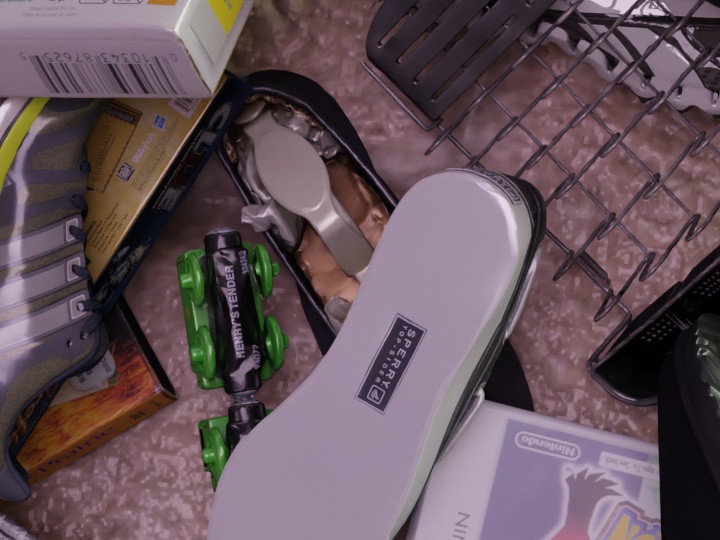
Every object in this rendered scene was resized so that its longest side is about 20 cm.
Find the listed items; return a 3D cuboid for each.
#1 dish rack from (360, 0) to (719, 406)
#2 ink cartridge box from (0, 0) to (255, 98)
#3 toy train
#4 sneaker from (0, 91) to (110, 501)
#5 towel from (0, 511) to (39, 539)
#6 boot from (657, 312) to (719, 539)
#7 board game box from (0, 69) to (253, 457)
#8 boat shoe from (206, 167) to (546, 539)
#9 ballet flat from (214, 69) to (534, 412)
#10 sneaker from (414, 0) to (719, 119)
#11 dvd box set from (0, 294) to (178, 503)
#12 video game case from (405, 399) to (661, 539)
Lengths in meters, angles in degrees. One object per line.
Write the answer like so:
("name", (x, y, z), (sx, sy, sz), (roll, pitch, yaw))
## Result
("dish rack", (0.096, -0.063, 1.038), (0.200, 0.055, 0.153), (45, 121, -2))
("ink cartridge box", (-0.116, -0.150, 1.033), (0.197, 0.047, 0.200), (1, 48, 28))
("toy train", (-0.046, 0.083, 1.073), (0.042, 0.056, 0.200), (-7, 87, -14))
("sneaker", (-0.128, -0.001, 1.030), (0.081, 0.074, 0.200), (25, 90, -6))
("towel", (-0.157, 0.186, 1.043), (0.200, 0.086, 0.166), (32, 114, 14))
("boot", (0.106, 0.132, 0.982), (0.168, 0.076, 0.200), (-42, 37, 27))
("board game box", (-0.154, -0.029, 1.085), (0.135, 0.035, 0.200), (35, 94, 15))
("boat shoe", (0.010, 0.049, 1.020), (0.072, 0.068, 0.200), (31, 103, 19))
("ballet flat", (0.000, 0.000, 1.083), (0.073, 0.073, 0.200), (-34, 77, 2))
("sneaker", (0.110, -0.124, 1.069), (0.200, 0.066, 0.091), (19, 127, 13))
("dvd box set", (-0.198, 0.042, 1.126), (0.200, 0.029, 0.146), (-30, 75, 4))
("video game case", (0.107, 0.160, 1.042), (0.200, 0.023, 0.183), (14, 83, -1))
